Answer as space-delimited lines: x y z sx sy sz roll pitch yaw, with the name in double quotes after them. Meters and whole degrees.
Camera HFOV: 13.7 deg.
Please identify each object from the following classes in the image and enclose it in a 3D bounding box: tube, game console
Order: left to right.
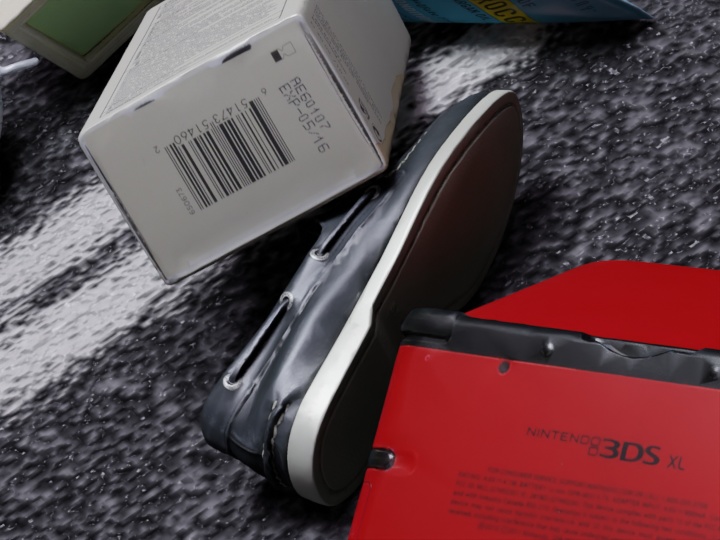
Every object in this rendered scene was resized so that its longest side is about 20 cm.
0.029 -0.132 1.316 0.200 0.077 0.051 8 83 43 "tube"
0.116 0.070 1.034 0.199 0.119 0.173 7 76 38 "game console"

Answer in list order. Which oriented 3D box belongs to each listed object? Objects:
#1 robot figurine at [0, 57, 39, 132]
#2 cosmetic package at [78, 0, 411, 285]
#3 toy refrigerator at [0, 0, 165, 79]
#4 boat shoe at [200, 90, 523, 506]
-0.247 -0.068 1.358 0.199 0.113 0.170 -13 19 18 "robot figurine"
-0.042 -0.075 1.213 0.103 0.073 0.200 -27 14 13 "cosmetic package"
-0.089 -0.183 1.370 0.200 0.076 0.070 -43 61 10 "toy refrigerator"
0.000 0.002 1.146 0.066 0.075 0.200 12 57 26 "boat shoe"
